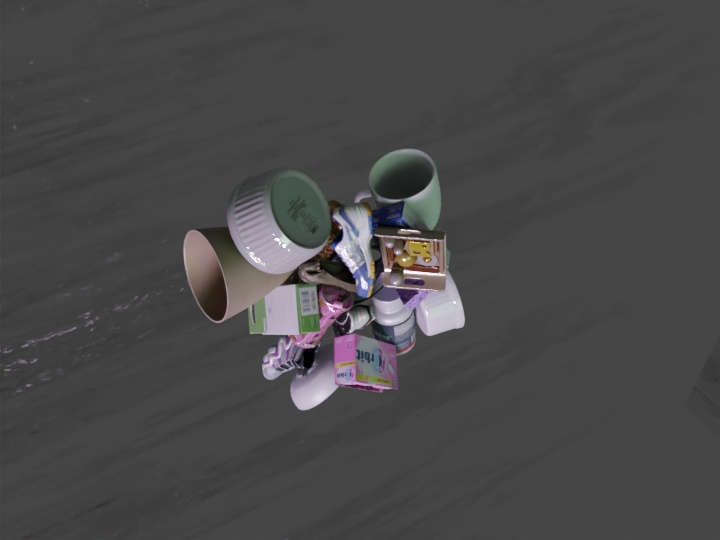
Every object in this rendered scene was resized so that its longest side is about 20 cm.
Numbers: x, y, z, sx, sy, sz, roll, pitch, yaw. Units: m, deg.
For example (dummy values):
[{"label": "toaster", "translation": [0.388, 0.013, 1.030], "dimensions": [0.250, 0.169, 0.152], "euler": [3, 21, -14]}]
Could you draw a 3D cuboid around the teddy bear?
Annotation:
[{"label": "teddy bear", "translation": [-0.076, -0.052, 1.254], "dimensions": [0.201, 0.067, 0.145], "euler": [-55, 137, -6]}]

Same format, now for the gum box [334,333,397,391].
[{"label": "gum box", "translation": [0.019, 0.234, 1.410], "dimensions": [0.066, 0.115, 0.199], "euler": [-15, 157, 33]}]

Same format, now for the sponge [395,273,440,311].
[{"label": "sponge", "translation": [0.124, 0.005, 1.372], "dimensions": [0.112, 0.200, 0.030], "euler": [-45, 119, 11]}]

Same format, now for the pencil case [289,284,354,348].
[{"label": "pencil case", "translation": [-0.089, 0.098, 1.261], "dimensions": [0.082, 0.087, 0.200], "euler": [-13, 154, -40]}]

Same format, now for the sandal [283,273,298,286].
[{"label": "sandal", "translation": [-0.148, 0.037, 1.322], "dimensions": [0.080, 0.054, 0.201], "euler": [18, 105, -49]}]

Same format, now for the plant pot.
[{"label": "plant pot", "translation": [-0.230, -0.013, 1.163], "dimensions": [0.199, 0.187, 0.189], "euler": [-19, 135, -36]}]

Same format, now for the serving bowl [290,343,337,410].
[{"label": "serving bowl", "translation": [-0.111, 0.258, 1.457], "dimensions": [0.200, 0.200, 0.066], "euler": [-41, 106, 4]}]

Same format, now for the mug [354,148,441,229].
[{"label": "mug", "translation": [0.083, -0.153, 1.270], "dimensions": [0.198, 0.149, 0.176], "euler": [-7, 145, 13]}]

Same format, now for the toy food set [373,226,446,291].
[{"label": "toy food set", "translation": [0.108, -0.019, 1.197], "dimensions": [0.142, 0.061, 0.201], "euler": [5, 150, 12]}]

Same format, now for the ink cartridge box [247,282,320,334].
[{"label": "ink cartridge box", "translation": [-0.172, 0.085, 1.242], "dimensions": [0.059, 0.199, 0.105], "euler": [-4, 88, -41]}]

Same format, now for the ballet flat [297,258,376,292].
[{"label": "ballet flat", "translation": [-0.040, 0.004, 1.196], "dimensions": [0.199, 0.068, 0.046], "euler": [9, 138, -37]}]

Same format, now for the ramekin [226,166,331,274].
[{"label": "ramekin", "translation": [-0.147, -0.103, 1.094], "dimensions": [0.104, 0.202, 0.199], "euler": [-19, 150, 38]}]

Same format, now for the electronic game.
[{"label": "electronic game", "translation": [0.000, 0.000, 1.306], "dimensions": [0.199, 0.042, 0.201], "euler": [-21, 135, -23]}]

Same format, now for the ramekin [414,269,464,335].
[{"label": "ramekin", "translation": [0.184, 0.070, 1.468], "dimensions": [0.097, 0.201, 0.202], "euler": [-21, 134, -7]}]

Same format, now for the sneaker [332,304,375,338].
[{"label": "sneaker", "translation": [-0.021, 0.123, 1.400], "dimensions": [0.079, 0.200, 0.074], "euler": [-15, 89, -20]}]

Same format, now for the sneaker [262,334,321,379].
[{"label": "sneaker", "translation": [-0.167, 0.227, 1.409], "dimensions": [0.077, 0.140, 0.201], "euler": [20, 112, -40]}]

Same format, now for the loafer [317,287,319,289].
[{"label": "loafer", "translation": [-0.046, 0.034, 1.379], "dimensions": [0.075, 0.068, 0.200], "euler": [25, 109, -43]}]

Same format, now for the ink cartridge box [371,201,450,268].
[{"label": "ink cartridge box", "translation": [0.106, -0.066, 1.225], "dimensions": [0.093, 0.045, 0.200], "euler": [-11, 143, 36]}]

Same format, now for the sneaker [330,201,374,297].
[{"label": "sneaker", "translation": [-0.017, -0.040, 1.158], "dimensions": [0.087, 0.075, 0.202], "euler": [-6, 108, -5]}]

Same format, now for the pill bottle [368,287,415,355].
[{"label": "pill bottle", "translation": [0.082, 0.119, 1.495], "dimensions": [0.119, 0.120, 0.201], "euler": [-23, 134, -14]}]
